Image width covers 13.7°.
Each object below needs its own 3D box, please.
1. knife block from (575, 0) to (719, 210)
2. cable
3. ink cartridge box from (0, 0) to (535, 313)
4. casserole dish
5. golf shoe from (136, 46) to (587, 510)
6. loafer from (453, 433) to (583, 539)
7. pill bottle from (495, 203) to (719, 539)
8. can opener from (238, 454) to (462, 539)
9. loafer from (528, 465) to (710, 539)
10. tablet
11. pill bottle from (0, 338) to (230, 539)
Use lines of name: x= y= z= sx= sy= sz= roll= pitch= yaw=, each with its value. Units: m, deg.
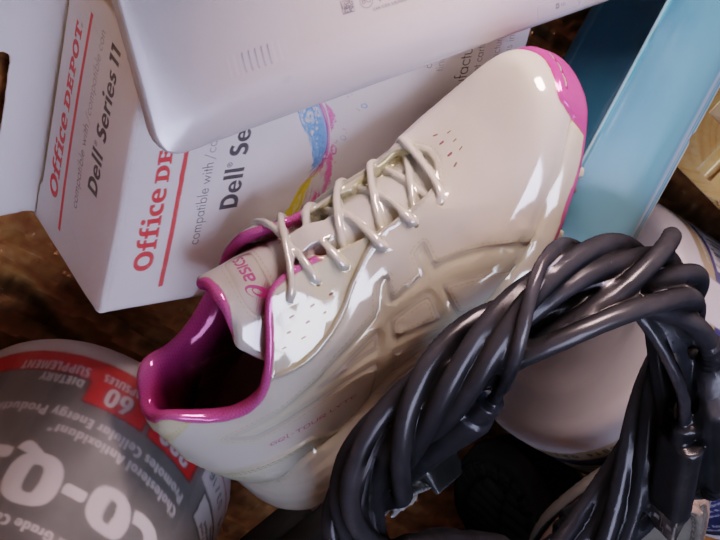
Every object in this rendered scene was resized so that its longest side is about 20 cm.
knife block: x=0.177 y=-0.044 z=1.254 sx=0.064 sy=0.200 sz=0.176 roll=-45 pitch=-178 yaw=6
cable: x=0.059 y=0.058 z=1.076 sx=0.163 sy=0.051 sz=0.200 roll=-22 pitch=145 yaw=-8
ink cartridge box: x=-0.047 y=-0.055 z=1.073 sx=0.199 sy=0.067 sz=0.117 roll=-10 pitch=132 yaw=-28
casserole dish: x=0.098 y=-0.061 z=1.113 sx=0.039 sy=0.121 sz=0.201 roll=28 pitch=94 yaw=-9
golf shoe: x=0.000 y=0.000 z=1.052 sx=0.091 sy=0.075 sz=0.200 roll=21 pitch=113 yaw=-42
loafer: x=0.099 y=0.123 z=1.336 sx=0.071 sy=0.073 sz=0.200 roll=-40 pitch=144 yaw=-12
pill bottle: x=0.144 y=0.050 z=1.263 sx=0.111 sy=0.111 sz=0.200 roll=-49 pitch=136 yaw=12
can opener: x=-0.025 y=0.101 z=1.194 sx=0.200 sy=0.053 sz=0.067 roll=-42 pitch=108 yaw=-43
loafer: x=0.092 y=0.150 z=1.236 sx=0.072 sy=0.063 sz=0.200 roll=10 pitch=141 yaw=-20
tablet: x=0.000 y=-0.130 z=1.021 sx=0.199 sy=0.014 sz=0.131 roll=-21 pitch=103 yaw=-27
pill bottle: x=-0.128 y=0.128 z=1.066 sx=0.113 sy=0.200 sz=0.114 roll=10 pitch=131 yaw=12
